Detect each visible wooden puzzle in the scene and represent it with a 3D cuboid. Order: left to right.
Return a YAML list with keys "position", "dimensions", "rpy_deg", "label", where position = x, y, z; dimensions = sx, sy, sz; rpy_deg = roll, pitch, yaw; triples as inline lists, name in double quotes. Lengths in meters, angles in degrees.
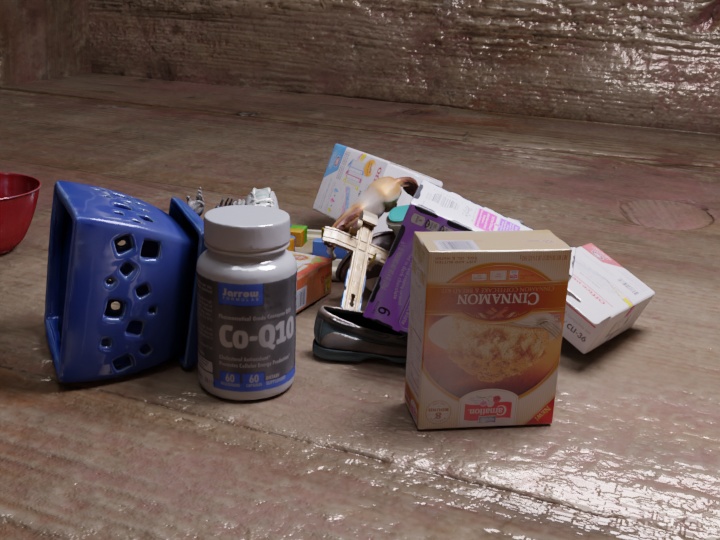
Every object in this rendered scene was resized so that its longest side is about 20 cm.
- position: [-0.084, -0.041, 1.517]
  dimensions: [0.184, 0.047, 0.200]
  rpy_deg: [5, 19, 7]
  label: "wooden puzzle"

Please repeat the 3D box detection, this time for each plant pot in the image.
- position: [-0.277, 0.009, 1.125]
  dimensions: [0.179, 0.201, 0.200]
  rpy_deg: [2, 17, -25]
  label: "plant pot"

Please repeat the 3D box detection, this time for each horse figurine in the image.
- position: [0.016, -0.082, 1.363]
  dimensions: [0.200, 0.133, 0.050]
  rpy_deg: [-39, 70, -15]
  label: "horse figurine"

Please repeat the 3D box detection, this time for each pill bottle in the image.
- position: [-0.128, 0.034, 1.048]
  dimensions: [0.113, 0.201, 0.114]
  rpy_deg: [2, 19, -1]
  label: "pill bottle"

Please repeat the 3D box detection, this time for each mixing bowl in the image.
- position: [-0.612, -0.084, 1.486]
  dimensions: [0.199, 0.109, 0.200]
  rpy_deg: [3, 18, -1]
  label: "mixing bowl"

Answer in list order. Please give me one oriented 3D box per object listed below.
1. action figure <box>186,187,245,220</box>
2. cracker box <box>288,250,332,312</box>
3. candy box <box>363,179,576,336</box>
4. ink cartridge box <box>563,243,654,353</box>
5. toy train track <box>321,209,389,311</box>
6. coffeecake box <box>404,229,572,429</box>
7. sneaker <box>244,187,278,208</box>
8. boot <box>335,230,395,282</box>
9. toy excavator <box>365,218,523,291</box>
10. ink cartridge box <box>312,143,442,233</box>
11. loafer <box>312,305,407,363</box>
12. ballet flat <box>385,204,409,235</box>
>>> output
- position: [-0.240, -0.082, 1.539]
  dimensions: [0.118, 0.103, 0.200]
  rpy_deg: [18, 20, 9]
  label: "action figure"
- position: [-0.157, 0.007, 1.347]
  dimensions: [0.199, 0.058, 0.134]
  rpy_deg: [11, 18, 22]
  label: "cracker box"
- position: [0.127, 0.014, 1.093]
  dimensions: [0.199, 0.168, 0.072]
  rpy_deg: [24, 32, 3]
  label: "candy box"
- position: [0.291, 0.036, 1.219]
  dimensions: [0.116, 0.068, 0.200]
  rpy_deg: [42, 31, 23]
  label: "ink cartridge box"
- position: [0.000, 0.000, 1.237]
  dimensions: [0.114, 0.033, 0.201]
  rpy_deg: [22, 56, -17]
  label: "toy train track"
- position: [0.132, 0.063, 0.994]
  dimensions: [0.153, 0.201, 0.073]
  rpy_deg: [-1, 20, -9]
  label: "coffeecake box"
- position: [-0.154, -0.079, 1.406]
  dimensions: [0.070, 0.081, 0.200]
  rpy_deg: [4, 14, -13]
  label: "sneaker"
- position: [0.085, 0.023, 1.295]
  dimensions: [0.186, 0.064, 0.200]
  rpy_deg: [-27, 52, -9]
  label: "boot"
- position: [0.130, -0.013, 1.406]
  dimensions: [0.194, 0.100, 0.200]
  rpy_deg: [15, 32, 34]
  label: "toy excavator"
- position: [0.034, -0.126, 1.603]
  dimensions: [0.125, 0.129, 0.200]
  rpy_deg: [16, 7, -36]
  label: "ink cartridge box"
- position: [0.040, 0.077, 1.155]
  dimensions: [0.199, 0.063, 0.072]
  rpy_deg: [0, 18, -6]
  label: "loafer"
- position: [0.074, -0.048, 1.265]
  dimensions: [0.067, 0.064, 0.200]
  rpy_deg: [-8, 11, -5]
  label: "ballet flat"
